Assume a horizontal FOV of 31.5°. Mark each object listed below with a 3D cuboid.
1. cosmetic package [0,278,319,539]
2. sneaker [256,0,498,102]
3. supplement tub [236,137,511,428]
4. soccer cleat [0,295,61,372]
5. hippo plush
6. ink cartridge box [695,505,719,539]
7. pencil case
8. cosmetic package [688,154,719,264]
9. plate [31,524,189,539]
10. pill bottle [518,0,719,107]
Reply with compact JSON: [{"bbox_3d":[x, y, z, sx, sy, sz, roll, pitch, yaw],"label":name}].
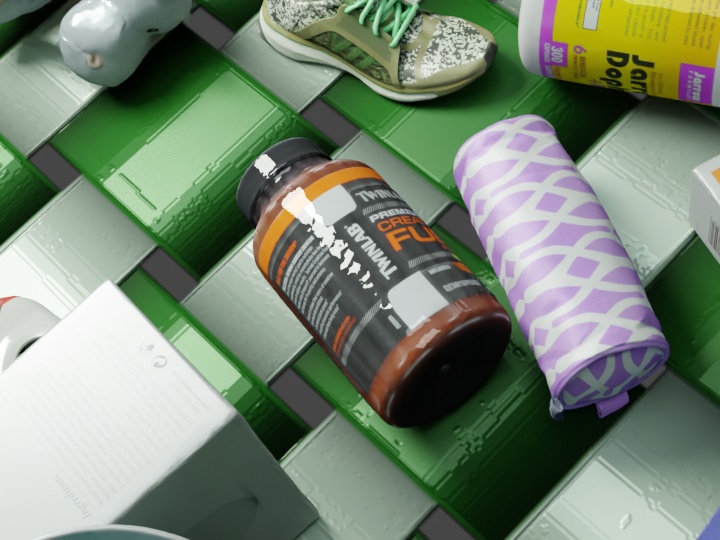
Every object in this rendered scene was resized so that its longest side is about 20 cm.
[{"bbox_3d":[-0.154,0.145,0.745,0.200,0.199,0.123,-43,63,-11],"label":"cosmetic package"},{"bbox_3d":[0.004,-0.187,0.942,0.200,0.089,0.077,17,68,20],"label":"sneaker"},{"bbox_3d":[0.000,0.000,0.838,0.107,0.107,0.200,-38,62,-8],"label":"supplement tub"},{"bbox_3d":[-0.267,0.106,0.867,0.085,0.069,0.200,19,64,25],"label":"soccer cleat"},{"bbox_3d":[-0.209,-0.236,1.008,0.161,0.159,0.200,38,91,-5],"label":"hippo plush"},{"bbox_3d":[0.324,0.145,0.728,0.200,0.047,0.198,34,76,23],"label":"ink cartridge box"},{"bbox_3d":[0.128,-0.005,0.824,0.084,0.086,0.200,-22,62,5],"label":"pencil case"},{"bbox_3d":[0.323,-0.057,0.815,0.200,0.071,0.102,-28,61,-3],"label":"cosmetic package"},{"bbox_3d":[-0.122,0.224,0.612,0.200,0.026,0.201,2,78,-7],"label":"plate"},{"bbox_3d":[0.217,-0.171,0.877,0.200,0.104,0.104,13,67,19],"label":"pill bottle"}]
